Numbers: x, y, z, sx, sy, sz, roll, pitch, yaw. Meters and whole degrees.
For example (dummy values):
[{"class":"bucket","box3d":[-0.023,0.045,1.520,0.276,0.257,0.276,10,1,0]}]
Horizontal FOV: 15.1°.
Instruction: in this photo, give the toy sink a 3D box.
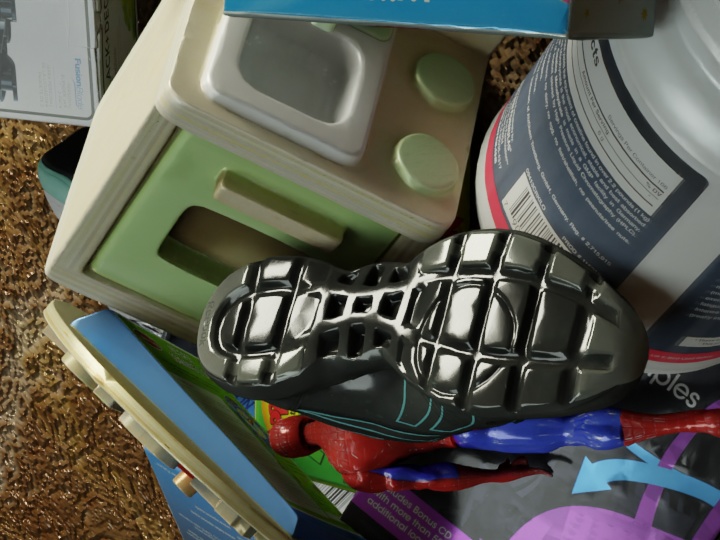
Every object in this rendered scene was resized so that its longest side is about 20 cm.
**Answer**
[{"class":"toy sink","box3d":[-0.029,-0.059,1.116,0.130,0.112,0.200,25,138,-14]}]

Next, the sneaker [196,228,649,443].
[{"class":"sneaker","box3d":[0.033,0.029,1.064,0.199,0.076,0.079,3,158,38]}]

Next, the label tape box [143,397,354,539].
[{"class":"label tape box","box3d":[-0.025,0.165,1.494,0.143,0.066,0.200,27,152,35]}]

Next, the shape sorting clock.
[{"class":"shape sorting clock","box3d":[-0.065,0.083,1.197,0.200,0.039,0.200,46,-178,-2]}]

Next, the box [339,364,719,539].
[{"class":"box","box3d":[0.101,0.071,1.179,0.143,0.036,0.200,36,107,12]}]

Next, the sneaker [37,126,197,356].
[{"class":"sneaker","box3d":[-0.079,0.005,1.422,0.200,0.078,0.140,23,139,49]}]

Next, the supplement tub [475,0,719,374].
[{"class":"supplement tub","box3d":[0.139,-0.061,1.026,0.140,0.140,0.200,48,146,8]}]

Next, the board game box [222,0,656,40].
[{"class":"board game box","box3d":[0.031,-0.184,0.944,0.147,0.064,0.201,7,99,33]}]

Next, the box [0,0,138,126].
[{"class":"box","box3d":[-0.215,-0.143,1.367,0.199,0.060,0.117,6,118,15]}]

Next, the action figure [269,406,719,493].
[{"class":"action figure","box3d":[0.056,0.059,1.148,0.199,0.052,0.066,-8,90,15]}]

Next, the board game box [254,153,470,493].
[{"class":"board game box","box3d":[0.000,0.000,1.268,0.101,0.048,0.201,11,104,46]}]
